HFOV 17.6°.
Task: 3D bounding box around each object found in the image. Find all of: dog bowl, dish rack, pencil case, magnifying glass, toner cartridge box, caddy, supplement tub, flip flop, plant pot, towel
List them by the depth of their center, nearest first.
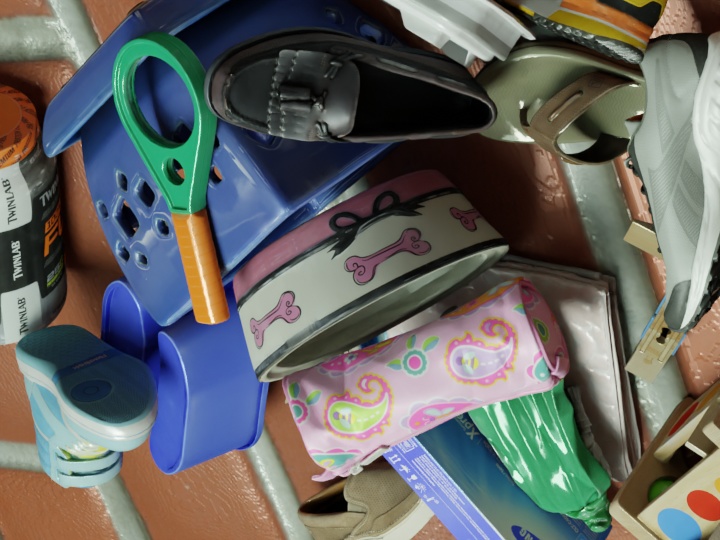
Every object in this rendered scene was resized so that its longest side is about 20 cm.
[{"bbox_3d":[0.010,-0.191,1.502,0.200,0.172,0.044,32,96,13],"label":"dish rack"},{"bbox_3d":[-0.117,-0.060,1.527,0.080,0.022,0.200,7,115,40],"label":"magnifying glass"},{"bbox_3d":[0.157,-0.099,1.536,0.200,0.058,0.081,14,135,27],"label":"flip flop"},{"bbox_3d":[0.000,0.000,1.618,0.200,0.200,0.074,-38,78,49],"label":"dog bowl"},{"bbox_3d":[0.045,0.077,1.622,0.200,0.087,0.087,-25,111,14],"label":"pencil case"},{"bbox_3d":[-0.092,-0.108,1.628,0.180,0.200,0.200,51,138,0],"label":"plant pot"},{"bbox_3d":[0.095,0.154,1.733,0.200,0.095,0.043,49,138,-9],"label":"toner cartridge box"},{"bbox_3d":[0.110,0.064,1.740,0.200,0.032,0.191,13,131,29],"label":"towel"},{"bbox_3d":[-0.134,0.069,1.885,0.141,0.105,0.200,48,146,31],"label":"caddy"},{"bbox_3d":[-0.306,-0.047,1.900,0.122,0.123,0.200,23,137,21],"label":"supplement tub"}]

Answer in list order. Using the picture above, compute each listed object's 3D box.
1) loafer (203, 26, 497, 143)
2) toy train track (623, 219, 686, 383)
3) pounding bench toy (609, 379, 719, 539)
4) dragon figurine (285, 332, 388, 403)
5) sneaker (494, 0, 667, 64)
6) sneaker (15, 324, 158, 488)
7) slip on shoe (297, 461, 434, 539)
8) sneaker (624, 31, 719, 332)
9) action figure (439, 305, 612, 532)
[{"bbox_3d":[-0.001,-0.116,1.503,0.063,0.200,0.072,34,119,54],"label":"loafer"},{"bbox_3d":[0.228,0.012,1.604,0.115,0.033,0.200,28,144,5],"label":"toy train track"},{"bbox_3d":[0.254,0.163,1.582,0.124,0.200,0.156,41,139,0],"label":"pounding bench toy"},{"bbox_3d":[-0.006,0.055,1.802,0.059,0.099,0.200,14,114,31],"label":"dragon figurine"},{"bbox_3d":[0.121,-0.204,1.478,0.200,0.090,0.070,32,-173,40],"label":"sneaker"},{"bbox_3d":[-0.209,0.131,1.867,0.200,0.080,0.131,35,138,58],"label":"sneaker"},{"bbox_3d":[0.015,0.184,1.891,0.061,0.076,0.200,41,148,-9],"label":"slip on shoe"},{"bbox_3d":[0.207,-0.058,1.478,0.079,0.074,0.200,9,110,22],"label":"sneaker"},{"bbox_3d":[0.128,0.109,1.696,0.118,0.055,0.200,-23,105,35],"label":"action figure"}]
